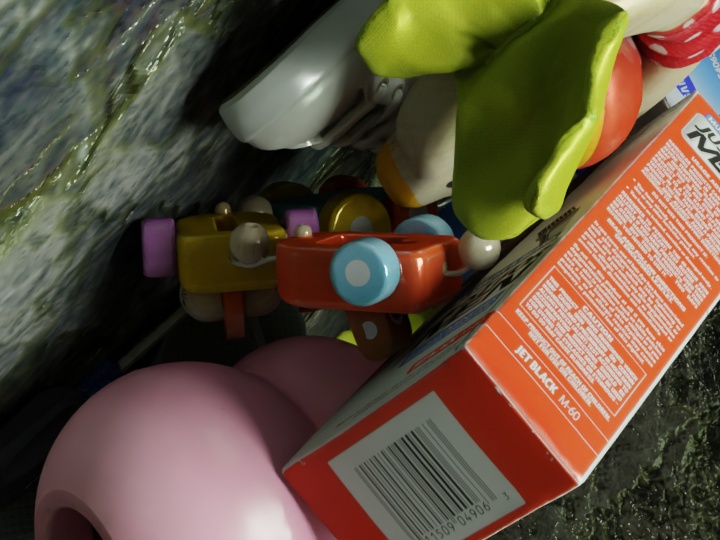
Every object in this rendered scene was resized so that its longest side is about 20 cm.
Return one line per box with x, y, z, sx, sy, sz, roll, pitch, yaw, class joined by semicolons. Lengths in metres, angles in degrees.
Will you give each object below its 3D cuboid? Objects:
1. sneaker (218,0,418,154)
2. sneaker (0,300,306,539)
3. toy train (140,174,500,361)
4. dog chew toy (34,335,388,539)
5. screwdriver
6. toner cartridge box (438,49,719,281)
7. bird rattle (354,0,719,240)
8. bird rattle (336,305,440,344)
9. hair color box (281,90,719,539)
0.023;-0.071;0.726;0.073;0.085;0.200;-36;178;34;sneaker
-0.099;0.091;0.804;0.200;0.070;0.080;-44;174;-27;sneaker
0.000;0.000;0.728;0.200;0.149;0.056;-26;116;-68;toy train
-0.026;0.082;0.729;0.199;0.125;0.125;-21;151;-37;dog chew toy
-0.090;0.029;0.762;0.200;0.028;0.029;-47;138;-32;screwdriver
0.083;-0.065;0.839;0.043;0.096;0.200;-15;165;-32;toner cartridge box
0.081;-0.086;0.661;0.199;0.113;0.163;-29;169;-33;bird rattle
0.081;0.035;1.091;0.200;0.112;0.164;30;59;-52;bird rattle
0.070;0.022;0.687;0.111;0.064;0.200;-38;-178;43;hair color box
